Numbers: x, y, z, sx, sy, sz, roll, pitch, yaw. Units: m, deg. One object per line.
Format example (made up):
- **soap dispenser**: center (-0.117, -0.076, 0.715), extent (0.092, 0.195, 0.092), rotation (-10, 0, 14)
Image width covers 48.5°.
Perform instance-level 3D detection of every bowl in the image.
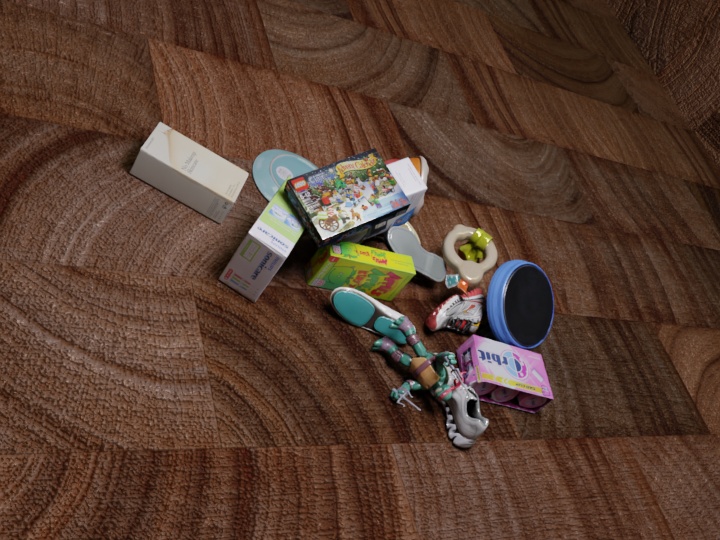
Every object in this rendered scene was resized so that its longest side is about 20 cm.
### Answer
- **bowl**: center (0.353, 0.076, 1.742), extent (0.200, 0.039, 0.201), rotation (2, 88, -42)

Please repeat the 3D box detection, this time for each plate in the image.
- **plate**: center (-0.140, -0.195, 1.746), extent (0.200, 0.026, 0.200), rotation (21, 45, -22)

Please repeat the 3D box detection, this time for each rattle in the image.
- **rattle**: center (0.221, 0.007, 1.781), extent (0.130, 0.143, 0.200), rotation (24, 54, -18)

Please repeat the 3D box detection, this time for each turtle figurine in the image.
- **turtle figurine**: center (0.116, 0.190, 1.525), extent (0.200, 0.150, 0.101), rotation (49, 12, 20)

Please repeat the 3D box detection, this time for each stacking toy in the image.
- **stacking toy**: center (0.048, -0.206, 1.851), extent (0.200, 0.146, 0.146), rotation (9, 47, -8)

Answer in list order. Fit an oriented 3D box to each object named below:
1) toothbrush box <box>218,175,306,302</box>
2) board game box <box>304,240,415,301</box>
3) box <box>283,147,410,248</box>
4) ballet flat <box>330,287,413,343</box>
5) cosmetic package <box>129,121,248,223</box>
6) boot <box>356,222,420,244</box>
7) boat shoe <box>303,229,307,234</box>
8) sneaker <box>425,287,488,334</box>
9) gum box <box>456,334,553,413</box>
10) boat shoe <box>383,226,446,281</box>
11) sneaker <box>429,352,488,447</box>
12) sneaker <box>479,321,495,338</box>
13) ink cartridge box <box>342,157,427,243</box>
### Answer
- **toothbrush box**: center (-0.167, -0.061, 1.510), extent (0.086, 0.146, 0.200), rotation (33, 41, -8)
- **board game box**: center (0.000, 0.000, 1.617), extent (0.200, 0.102, 0.048), rotation (12, 47, -29)
- **box**: center (-0.024, -0.138, 1.497), extent (0.200, 0.038, 0.137), rotation (-24, 73, -26)
- **ballet flat**: center (0.021, 0.083, 1.598), extent (0.200, 0.069, 0.070), rotation (29, 41, -20)
- **cosmetic package**: center (-0.331, -0.190, 1.557), extent (0.200, 0.073, 0.104), rotation (30, 41, -14)
- **boot**: center (0.027, -0.080, 1.737), extent (0.200, 0.073, 0.155), rotation (45, 44, -5)
- **boat shoe**: center (-0.092, -0.140, 1.680), extent (0.200, 0.060, 0.074), rotation (-38, 96, -36)
- **sneaker**: center (0.219, 0.096, 1.719), extent (0.200, 0.078, 0.082), rotation (-16, 66, -45)
- **gum box**: center (0.298, 0.217, 1.677), extent (0.200, 0.066, 0.114), rotation (17, 44, -26)
- **boat shoe**: center (0.105, -0.030, 1.718), extent (0.200, 0.060, 0.076), rotation (40, 62, -38)
- **sneaker**: center (0.188, 0.241, 1.563), extent (0.075, 0.081, 0.200), rotation (-3, 55, -37)
- **sneaker**: center (0.350, 0.136, 1.790), extent (0.200, 0.074, 0.088), rotation (-13, 67, -44)
- **ink cartridge box**: center (0.015, -0.130, 1.612), extent (0.200, 0.145, 0.084), rotation (-22, 71, -25)
